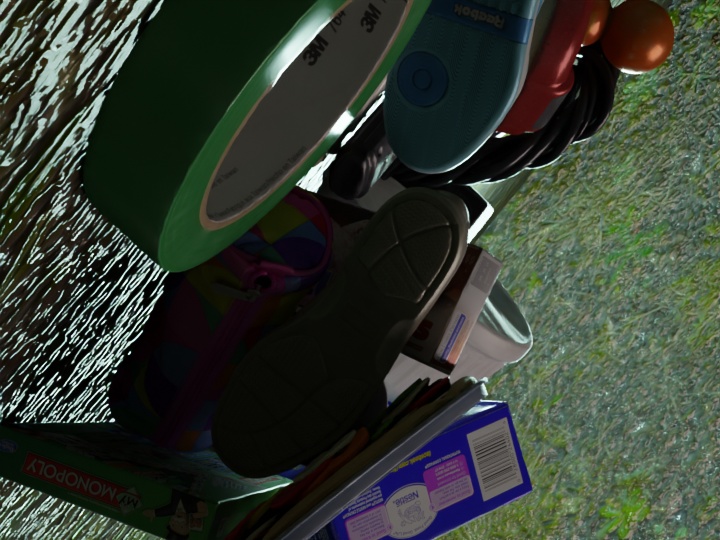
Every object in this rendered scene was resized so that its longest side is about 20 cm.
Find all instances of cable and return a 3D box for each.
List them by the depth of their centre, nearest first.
[{"bbox_3d":[0.102,-0.119,0.949,0.199,0.163,0.051,-35,132,-9],"label":"cable"}]

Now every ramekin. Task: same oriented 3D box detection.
[{"bbox_3d":[0.028,0.016,0.931,0.094,0.202,0.202,-47,174,15],"label":"ramekin"}]

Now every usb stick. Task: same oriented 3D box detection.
[{"bbox_3d":[0.039,-0.122,0.886,0.200,0.032,0.056,-51,176,-39],"label":"usb stick"}]

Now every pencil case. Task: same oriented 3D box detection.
[{"bbox_3d":[-0.088,0.030,0.751,0.088,0.088,0.201,-42,169,-47],"label":"pencil case"}]

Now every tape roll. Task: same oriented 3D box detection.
[{"bbox_3d":[-0.039,-0.091,0.561,0.201,0.048,0.201,-49,173,-8],"label":"tape roll"}]

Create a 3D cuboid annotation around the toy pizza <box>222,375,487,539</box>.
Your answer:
[{"bbox_3d":[-0.013,0.115,0.686,0.199,0.032,0.200,-37,171,-7],"label":"toy pizza"}]

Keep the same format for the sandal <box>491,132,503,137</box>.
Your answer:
[{"bbox_3d":[0.131,-0.180,1.042,0.201,0.076,0.043,-50,172,-1],"label":"sandal"}]

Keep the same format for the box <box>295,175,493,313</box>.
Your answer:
[{"bbox_3d":[0.015,-0.011,1.087,0.201,0.106,0.122,-51,174,6],"label":"box"}]

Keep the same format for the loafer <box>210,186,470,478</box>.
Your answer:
[{"bbox_3d":[-0.005,0.037,0.700,0.200,0.072,0.063,-50,170,17],"label":"loafer"}]

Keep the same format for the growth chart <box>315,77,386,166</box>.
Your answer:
[{"bbox_3d":[-0.002,-0.123,0.751,0.145,0.018,0.200,-51,173,8],"label":"growth chart"}]

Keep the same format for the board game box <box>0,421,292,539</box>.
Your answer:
[{"bbox_3d":[-0.123,0.126,0.756,0.200,0.133,0.029,35,74,-78],"label":"board game box"}]

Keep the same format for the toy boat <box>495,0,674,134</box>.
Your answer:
[{"bbox_3d":[0.159,-0.181,0.872,0.131,0.129,0.202,120,-11,-62],"label":"toy boat"}]

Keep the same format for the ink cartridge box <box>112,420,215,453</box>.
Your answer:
[{"bbox_3d":[-0.120,0.118,0.964,0.200,0.093,0.038,-37,132,-67],"label":"ink cartridge box"}]

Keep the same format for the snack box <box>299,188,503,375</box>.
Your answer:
[{"bbox_3d":[0.000,0.000,0.770,0.024,0.199,0.073,29,85,-40],"label":"snack box"}]

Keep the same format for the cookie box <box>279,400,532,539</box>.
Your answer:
[{"bbox_3d":[0.002,0.157,0.950,0.170,0.076,0.199,-19,-173,-29],"label":"cookie box"}]

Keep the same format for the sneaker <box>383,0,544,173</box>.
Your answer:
[{"bbox_3d":[0.084,-0.158,0.751,0.202,0.079,0.130,-66,169,21],"label":"sneaker"}]

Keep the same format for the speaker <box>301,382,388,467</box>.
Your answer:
[{"bbox_3d":[-0.056,0.075,0.855,0.081,0.081,0.199,-48,-158,-13],"label":"speaker"}]
